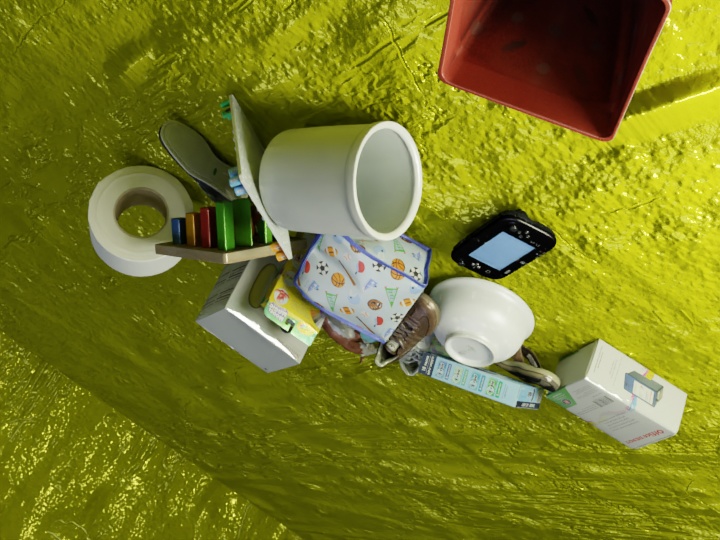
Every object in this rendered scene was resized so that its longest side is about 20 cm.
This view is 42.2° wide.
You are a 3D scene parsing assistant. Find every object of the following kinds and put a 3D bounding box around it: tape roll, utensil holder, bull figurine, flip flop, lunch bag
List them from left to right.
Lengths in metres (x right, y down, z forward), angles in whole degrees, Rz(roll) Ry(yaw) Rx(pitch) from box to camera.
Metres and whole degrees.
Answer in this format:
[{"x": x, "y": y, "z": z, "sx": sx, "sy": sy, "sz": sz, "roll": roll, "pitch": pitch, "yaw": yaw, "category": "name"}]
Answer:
[{"x": -0.419, "y": -0.096, "z": 1.777, "sx": 0.199, "sy": 0.205, "sz": 0.071, "roll": 27, "pitch": 154, "yaw": -1, "category": "tape roll"}, {"x": -0.032, "y": -0.135, "z": 1.412, "sx": 0.197, "sy": 0.172, "sz": 0.171, "roll": 4, "pitch": 145, "yaw": 40, "category": "utensil holder"}, {"x": -0.024, "y": 0.122, "z": 1.935, "sx": 0.199, "sy": 0.066, "sz": 0.121, "roll": 38, "pitch": 157, "yaw": -17, "category": "bull figurine"}, {"x": 0.000, "y": 0.000, "z": 1.613, "sx": 0.197, "sy": 0.125, "sz": 0.171, "roll": 25, "pitch": 127, "yaw": -10, "category": "lunch bag"}, {"x": 0.304, "y": 0.170, "z": 1.729, "sx": 0.080, "sy": 0.058, "sz": 0.199, "roll": 30, "pitch": 174, "yaw": -26, "category": "flip flop"}]

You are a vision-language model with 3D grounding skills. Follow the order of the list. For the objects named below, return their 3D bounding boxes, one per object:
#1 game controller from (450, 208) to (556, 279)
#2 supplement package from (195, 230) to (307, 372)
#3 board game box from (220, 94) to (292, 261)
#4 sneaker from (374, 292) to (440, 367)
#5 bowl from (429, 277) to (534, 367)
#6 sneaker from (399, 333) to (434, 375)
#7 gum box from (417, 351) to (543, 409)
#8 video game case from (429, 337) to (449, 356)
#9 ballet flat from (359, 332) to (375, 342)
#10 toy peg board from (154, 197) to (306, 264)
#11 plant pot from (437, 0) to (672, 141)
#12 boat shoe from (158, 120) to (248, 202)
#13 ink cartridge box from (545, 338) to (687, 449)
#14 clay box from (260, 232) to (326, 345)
[{"x": 0.226, "y": -0.037, "z": 1.484, "sx": 0.103, "sy": 0.043, "sz": 0.200, "roll": 33, "pitch": 152, "yaw": -10, "category": "game controller"}, {"x": -0.179, "y": 0.057, "z": 1.823, "sx": 0.190, "sy": 0.203, "sz": 0.146, "roll": 37, "pitch": 151, "yaw": -21, "category": "supplement package"}, {"x": -0.168, "y": -0.146, "z": 1.496, "sx": 0.025, "sy": 0.203, "sz": 0.201, "roll": -20, "pitch": 139, "yaw": 8, "category": "board game box"}, {"x": 0.082, "y": 0.117, "z": 1.672, "sx": 0.070, "sy": 0.076, "sz": 0.201, "roll": 38, "pitch": 146, "yaw": 7, "category": "sneaker"}, {"x": 0.206, "y": 0.109, "z": 1.673, "sx": 0.197, "sy": 0.092, "sz": 0.203, "roll": 16, "pitch": 146, "yaw": 11, "category": "bowl"}, {"x": 0.110, "y": 0.144, "z": 1.795, "sx": 0.071, "sy": 0.072, "sz": 0.201, "roll": 3, "pitch": 152, "yaw": 5, "category": "sneaker"}, {"x": 0.229, "y": 0.208, "z": 1.754, "sx": 0.197, "sy": 0.046, "sz": 0.169, "roll": 17, "pitch": 179, "yaw": 27, "category": "gum box"}, {"x": 0.122, "y": 0.123, "z": 1.863, "sx": 0.197, "sy": 0.022, "sz": 0.182, "roll": -4, "pitch": 139, "yaw": 45, "category": "video game case"}, {"x": 0.060, "y": 0.053, "z": 1.743, "sx": 0.073, "sy": 0.075, "sz": 0.200, "roll": 32, "pitch": 129, "yaw": -12, "category": "ballet flat"}, {"x": -0.231, "y": -0.083, "z": 1.654, "sx": 0.196, "sy": 0.198, "sz": 0.100, "roll": 8, "pitch": 103, "yaw": 41, "category": "toy peg board"}, {"x": 0.208, "y": -0.286, "z": 0.936, "sx": 0.196, "sy": 0.178, "sz": 0.201, "roll": 22, "pitch": 151, "yaw": 9, "category": "plant pot"}, {"x": -0.288, "y": -0.184, "z": 1.653, "sx": 0.067, "sy": 0.073, "sz": 0.200, "roll": -7, "pitch": 140, "yaw": 46, "category": "boat shoe"}, {"x": 0.458, "y": 0.226, "z": 1.673, "sx": 0.198, "sy": 0.088, "sz": 0.145, "roll": 32, "pitch": 152, "yaw": -5, "category": "ink cartridge box"}, {"x": -0.102, "y": 0.029, "z": 1.709, "sx": 0.114, "sy": 0.203, "sz": 0.047, "roll": 36, "pitch": 151, "yaw": -17, "category": "clay box"}]
